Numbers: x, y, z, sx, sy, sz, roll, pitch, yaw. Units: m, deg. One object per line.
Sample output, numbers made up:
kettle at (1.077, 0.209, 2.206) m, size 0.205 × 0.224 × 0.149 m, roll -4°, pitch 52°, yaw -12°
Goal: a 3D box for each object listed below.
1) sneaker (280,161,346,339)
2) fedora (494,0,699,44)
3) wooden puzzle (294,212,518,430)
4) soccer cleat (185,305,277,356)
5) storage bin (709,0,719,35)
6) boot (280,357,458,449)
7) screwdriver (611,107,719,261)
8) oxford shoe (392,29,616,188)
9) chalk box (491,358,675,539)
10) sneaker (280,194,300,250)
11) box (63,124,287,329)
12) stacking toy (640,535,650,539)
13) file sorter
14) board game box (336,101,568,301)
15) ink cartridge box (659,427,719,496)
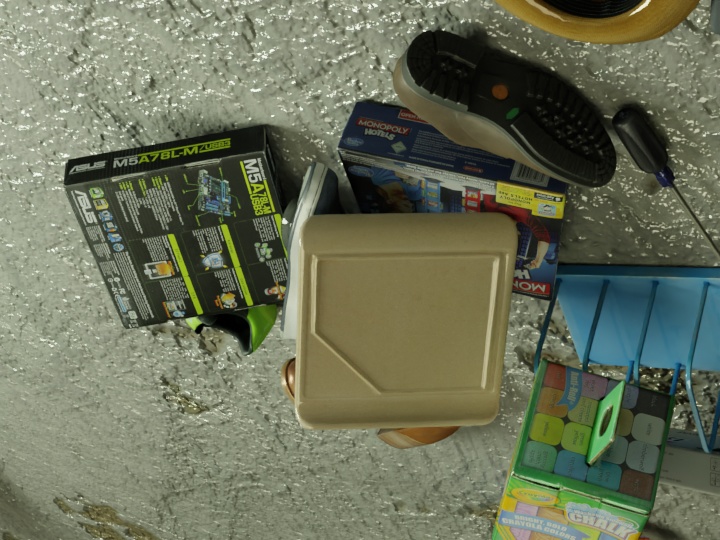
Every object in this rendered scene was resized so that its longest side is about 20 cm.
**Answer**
sneaker at (0.007, -0.007, 1.212) m, size 0.146 × 0.077 × 0.202 m, roll 10°, pitch 137°, yaw 3°
fedora at (0.152, -0.246, 0.906) m, size 0.200 × 0.082 × 0.201 m, roll 21°, pitch 142°, yaw 17°
wooden puzzle at (0.036, 0.043, 1.185) m, size 0.185 × 0.037 × 0.200 m, roll -1°, pitch 115°, yaw -7°
soccer cleat at (-0.175, 0.014, 1.431) m, size 0.200 × 0.081 × 0.068 m, roll 34°, pitch 143°, yaw -16°
storage bin at (0.293, -0.209, 0.852) m, size 0.134 × 0.146 × 0.200 m, roll 17°, pitch 146°, yaw 24°
boot at (0.028, 0.126, 1.483) m, size 0.200 × 0.074 × 0.155 m, roll 24°, pitch 148°, yaw -25°
screwdriver at (0.264, -0.062, 1.146) m, size 0.200 × 0.028 × 0.029 m, roll 49°, pitch 167°, yaw -35°
oxford shoe at (0.117, -0.125, 1.116) m, size 0.200 × 0.073 × 0.084 m, roll 30°, pitch 161°, yaw -8°
chalk box at (0.194, 0.168, 1.193) m, size 0.124 × 0.124 × 0.200 m, roll 15°, pitch 143°, yaw 9°
sneaker at (-0.002, 0.002, 1.334) m, size 0.104 × 0.060 × 0.200 m, roll 18°, pitch 154°, yaw 27°
box at (-0.164, -0.037, 1.320) m, size 0.193 × 0.048 × 0.200 m, roll -12°, pitch 134°, yaw 3°
stacking toy at (0.274, 0.320, 1.597) m, size 0.200 × 0.110 × 0.116 m, roll 6°, pitch 159°, yaw 4°
file sorter at (0.273, 0.086, 1.254) m, size 0.200 × 0.123 × 0.139 m, roll 2°, pitch 140°, yaw 27°
board game box at (0.085, -0.045, 1.233) m, size 0.200 × 0.062 × 0.200 m, roll 13°, pitch 145°, yaw 12°
ink cartridge box at (0.374, 0.184, 1.318) m, size 0.173 × 0.044 × 0.200 m, roll -2°, pitch -176°, yaw -37°
